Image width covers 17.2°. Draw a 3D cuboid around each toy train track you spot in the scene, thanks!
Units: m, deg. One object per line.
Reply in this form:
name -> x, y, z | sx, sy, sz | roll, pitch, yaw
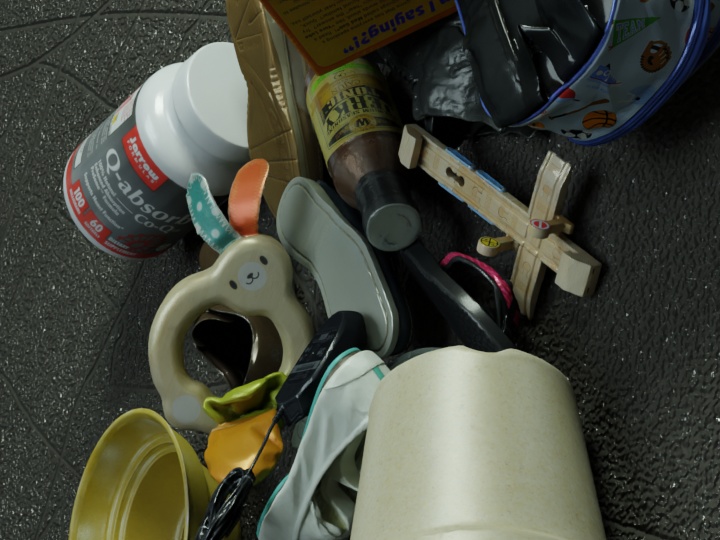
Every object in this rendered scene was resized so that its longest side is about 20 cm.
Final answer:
toy train track -> 0.082, -0.041, 1.582 | 0.200, 0.032, 0.115 | 40, 128, 41

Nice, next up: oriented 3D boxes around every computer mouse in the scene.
computer mouse -> -0.050, 0.113, 1.619 | 0.201, 0.034, 0.059 | -57, 15, -15

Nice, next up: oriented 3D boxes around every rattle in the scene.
rattle -> -0.094, 0.033, 1.687 | 0.143, 0.129, 0.202 | -37, -42, -69

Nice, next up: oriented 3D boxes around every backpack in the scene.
backpack -> 0.139, -0.174, 1.467 | 0.200, 0.153, 0.192 | -47, 35, 49

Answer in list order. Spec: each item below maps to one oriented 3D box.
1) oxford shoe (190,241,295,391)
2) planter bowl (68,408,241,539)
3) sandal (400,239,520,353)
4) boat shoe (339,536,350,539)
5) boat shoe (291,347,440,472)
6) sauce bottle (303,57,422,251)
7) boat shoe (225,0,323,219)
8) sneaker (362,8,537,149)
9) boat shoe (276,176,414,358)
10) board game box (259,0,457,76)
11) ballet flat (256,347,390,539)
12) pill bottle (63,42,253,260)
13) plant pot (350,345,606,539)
oxford shoe -> -0.094, 0.030, 1.839 | 0.073, 0.084, 0.200 | -64, 33, 25
planter bowl -> -0.150, 0.214, 1.870 | 0.200, 0.083, 0.202 | -26, 59, 53
sandal -> 0.075, 0.016, 1.582 | 0.045, 0.075, 0.200 | -31, 23, -3
boat shoe -> 0.001, 0.239, 1.642 | 0.070, 0.070, 0.202 | -34, 47, 52
boat shoe -> 0.033, 0.106, 1.643 | 0.201, 0.065, 0.075 | -19, 42, 49
sauce bottle -> 0.006, -0.086, 1.706 | 0.065, 0.064, 0.201 | -61, 27, 26
boat shoe -> -0.047, -0.132, 1.822 | 0.074, 0.069, 0.202 | 8, 110, 56
sneaker -> 0.055, -0.134, 1.671 | 0.199, 0.060, 0.105 | -4, 74, 52
boat shoe -> 0.000, 0.000, 1.717 | 0.200, 0.061, 0.075 | 48, 123, 53
board game box -> -0.002, -0.297, 1.610 | 0.199, 0.200, 0.201 | -24, 54, 13
ballet flat -> -0.017, 0.140, 1.600 | 0.070, 0.069, 0.201 | -112, 33, -41
pill bottle -> -0.149, -0.098, 1.934 | 0.200, 0.115, 0.117 | -37, 51, 48
plant pot -> 0.070, 0.156, 1.461 | 0.200, 0.199, 0.185 | -44, 35, 43
